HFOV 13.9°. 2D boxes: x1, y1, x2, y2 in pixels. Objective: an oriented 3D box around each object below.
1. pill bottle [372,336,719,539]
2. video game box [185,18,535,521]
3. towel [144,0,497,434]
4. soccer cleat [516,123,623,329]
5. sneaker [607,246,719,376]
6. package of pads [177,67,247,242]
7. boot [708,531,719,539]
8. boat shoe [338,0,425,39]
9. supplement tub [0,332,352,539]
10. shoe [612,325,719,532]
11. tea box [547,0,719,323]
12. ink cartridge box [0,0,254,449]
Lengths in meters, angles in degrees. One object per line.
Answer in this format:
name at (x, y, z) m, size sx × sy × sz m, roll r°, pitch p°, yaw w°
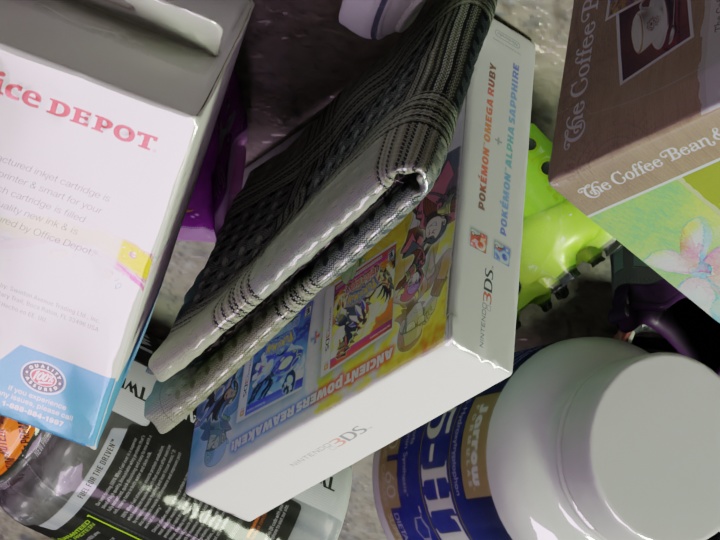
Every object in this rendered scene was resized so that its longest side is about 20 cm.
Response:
pill bottle at (0.099, 0.095, 1.438) m, size 0.119 × 0.120 × 0.200 m, roll 25°, pitch 161°, yaw -20°
video game box at (0.000, 0.000, 1.381) m, size 0.047 × 0.183 × 0.200 m, roll 28°, pitch 142°, yaw -27°
towel at (-0.020, -0.038, 1.305) m, size 0.034 × 0.193 × 0.200 m, roll 38°, pitch 124°, yaw -13°
soccer cleat at (0.068, -0.014, 1.455) m, size 0.081 × 0.067 × 0.200 m, roll 56°, pitch 156°, yaw 6°
sneaker at (0.200, 0.034, 1.459) m, size 0.199 × 0.088 × 0.074 m, roll 25°, pitch 142°, yaw -19°
package of pads at (-0.157, -0.074, 1.410) m, size 0.198 × 0.076 × 0.121 m, roll 4°, pitch 144°, yaw 9°
boot at (0.195, 0.200, 1.671) m, size 0.168 × 0.077 × 0.200 m, roll 33°, pitch 161°, yaw -26°
boat shoe at (0.055, -0.156, 1.244) m, size 0.066 × 0.072 × 0.200 m, roll 35°, pitch 133°, yaw -1°
supplement tub at (-0.114, 0.102, 1.604) m, size 0.199 × 0.123 × 0.122 m, roll 28°, pitch 141°, yaw -23°
shoe at (0.202, 0.087, 1.545) m, size 0.199 × 0.072 × 0.091 m, roll 25°, pitch 148°, yaw -12°
tea box at (0.194, -0.085, 1.199) m, size 0.196 × 0.201 × 0.133 m, roll 35°, pitch 139°, yaw -31°
ink cartridge box at (-0.134, -0.053, 1.285) m, size 0.128 × 0.125 × 0.201 m, roll 21°, pitch 120°, yaw -1°
